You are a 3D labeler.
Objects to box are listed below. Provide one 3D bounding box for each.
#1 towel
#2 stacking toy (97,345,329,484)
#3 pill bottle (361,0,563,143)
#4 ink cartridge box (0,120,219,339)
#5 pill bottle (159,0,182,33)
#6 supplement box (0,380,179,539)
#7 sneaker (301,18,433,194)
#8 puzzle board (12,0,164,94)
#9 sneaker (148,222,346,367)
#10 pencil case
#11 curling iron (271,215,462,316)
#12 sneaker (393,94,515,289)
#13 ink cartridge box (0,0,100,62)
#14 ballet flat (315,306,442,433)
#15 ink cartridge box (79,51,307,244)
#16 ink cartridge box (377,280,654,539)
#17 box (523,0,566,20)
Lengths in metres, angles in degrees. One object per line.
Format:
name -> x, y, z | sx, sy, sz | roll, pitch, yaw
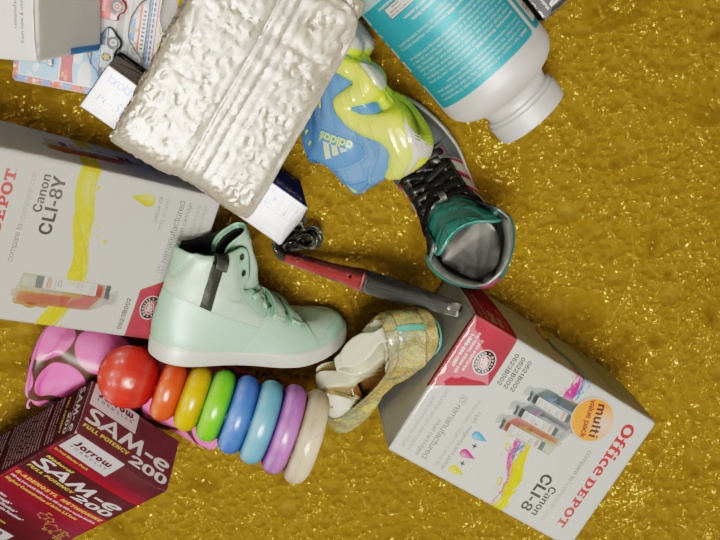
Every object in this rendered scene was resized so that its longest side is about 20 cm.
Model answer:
towel -> -0.095, -0.156, 0.740 | 0.132, 0.034, 0.201 | 29, 98, -19
stacking toy -> -0.132, 0.118, 0.821 | 0.199, 0.085, 0.086 | 18, 103, -7
pill bottle -> 0.085, -0.205, 0.803 | 0.111, 0.111, 0.200 | -41, 104, 8
ink cartridge box -> -0.241, -0.030, 0.803 | 0.199, 0.083, 0.146 | 12, 107, -35
pill bottle -> -0.106, -0.243, 0.783 | 0.104, 0.104, 0.201 | 15, 104, -8
supplement box -> -0.277, 0.188, 0.865 | 0.199, 0.061, 0.109 | -31, 124, 26
sneaker -> -0.026, -0.154, 0.811 | 0.105, 0.076, 0.201 | -36, 75, 22
puzzle board -> -0.217, -0.251, 0.818 | 0.150, 0.017, 0.201 | 10, 105, -6
sneaker -> -0.083, 0.020, 0.835 | 0.200, 0.074, 0.119 | 0, 112, -39
pencil case -> -0.208, 0.109, 0.882 | 0.199, 0.091, 0.094 | 18, 97, -11
curling iron -> 0.000, 0.000, 0.845 | 0.199, 0.026, 0.050 | 25, 124, 24
sneaker -> 0.073, -0.062, 0.836 | 0.083, 0.121, 0.200 | -33, 104, 5
ink cartridge box -> -0.323, -0.218, 0.740 | 0.199, 0.147, 0.086 | 4, 107, 3
ballet flat -> -0.003, 0.093, 0.859 | 0.071, 0.071, 0.200 | 32, 137, -12
ink cartridge box -> -0.139, -0.107, 0.815 | 0.200, 0.094, 0.044 | 35, 101, -18
ink cartridge box -> 0.137, 0.126, 0.880 | 0.199, 0.145, 0.146 | 30, 100, -12
box -> 0.150, -0.343, 0.804 | 0.160, 0.044, 0.200 | -43, 104, 8
